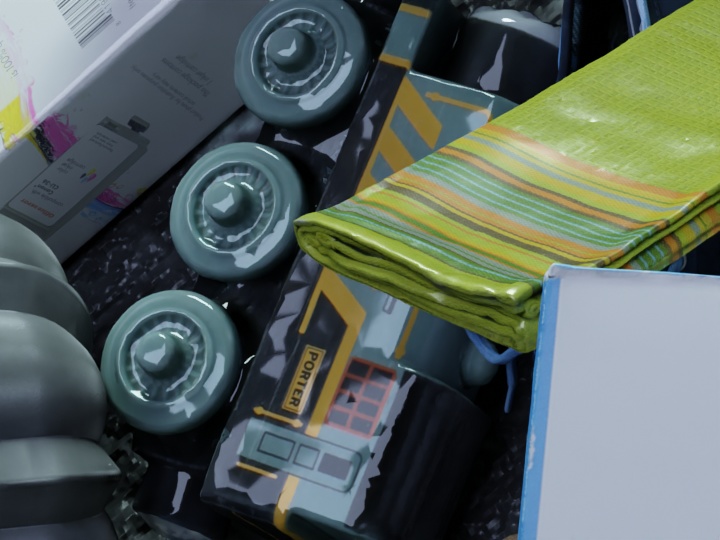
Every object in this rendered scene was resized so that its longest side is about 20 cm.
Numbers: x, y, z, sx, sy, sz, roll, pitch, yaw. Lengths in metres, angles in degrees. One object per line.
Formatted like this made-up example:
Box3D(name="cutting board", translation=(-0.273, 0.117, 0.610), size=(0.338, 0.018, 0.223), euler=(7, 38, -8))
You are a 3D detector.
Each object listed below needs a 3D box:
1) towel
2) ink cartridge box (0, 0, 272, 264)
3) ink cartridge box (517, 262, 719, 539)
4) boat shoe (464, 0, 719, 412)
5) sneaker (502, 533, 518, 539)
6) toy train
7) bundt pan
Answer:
Box3D(name="towel", translation=(0.080, -0.040, 0.767), size=(0.200, 0.018, 0.086), euler=(-31, 38, -34))
Box3D(name="ink cartridge box", translation=(-0.128, -0.067, 1.019), size=(0.200, 0.067, 0.117), euler=(-40, 53, 11))
Box3D(name="ink cartridge box", translation=(0.121, 0.079, 0.706), size=(0.125, 0.200, 0.129), euler=(3, 83, 18))
Box3D(name="boat shoe", translation=(0.068, -0.001, 0.844), size=(0.084, 0.068, 0.201), euler=(-10, 72, 43))
Box3D(name="sneaker", translation=(-0.004, 0.152, 0.843), size=(0.200, 0.070, 0.076), euler=(-37, 22, 30))
Box3D(name="toy train", translation=(0.000, 0.000, 0.900), size=(0.114, 0.085, 0.201), euler=(18, 78, 25))
Box3D(name="bundt pan", translation=(-0.127, 0.069, 0.904), size=(0.202, 0.075, 0.203), euler=(176, 90, -71))
